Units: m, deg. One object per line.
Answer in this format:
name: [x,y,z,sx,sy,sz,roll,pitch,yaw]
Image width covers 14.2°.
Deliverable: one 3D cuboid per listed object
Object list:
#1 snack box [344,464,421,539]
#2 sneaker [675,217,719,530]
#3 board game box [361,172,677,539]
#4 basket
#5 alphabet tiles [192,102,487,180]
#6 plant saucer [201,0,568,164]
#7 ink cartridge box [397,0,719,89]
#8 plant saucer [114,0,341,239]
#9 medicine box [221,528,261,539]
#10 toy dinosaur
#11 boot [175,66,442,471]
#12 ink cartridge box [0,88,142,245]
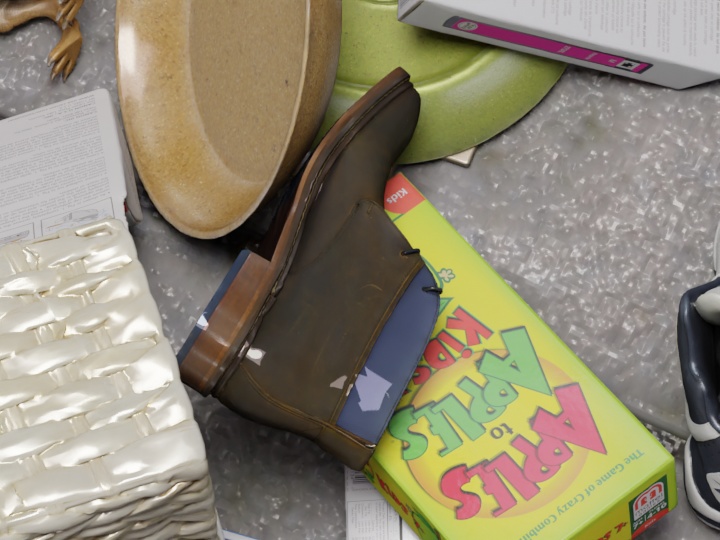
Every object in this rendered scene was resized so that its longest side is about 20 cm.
snack box: [0.030,0.169,1.310,0.071,0.024,0.201,-3,71,6]
sneaker: [0.188,0.011,1.294,0.079,0.130,0.200,17,73,10]
board game box: [0.041,0.057,1.310,0.101,0.048,0.200,-35,60,-13]
basket: [-0.163,0.079,1.170,0.199,0.124,0.136,-17,65,-11]
alphabet tiles: [-0.001,-0.136,1.427,0.166,0.008,0.201,19,74,11]
plant saucer: [0.014,-0.150,1.411,0.199,0.031,0.201,-2,72,5]
ink cartridge box: [0.114,-0.146,1.380,0.199,0.037,0.095,11,70,-20]
plant saucer: [-0.057,-0.115,1.345,0.035,0.200,0.201,0,67,-29]
medicine box: [-0.079,0.213,1.250,0.181,0.103,0.201,15,75,17]
toy dinosaur: [-0.176,-0.153,1.422,0.106,0.060,0.200,30,76,16]
boot: [0.000,0.000,1.299,0.097,0.075,0.200,34,57,-1]
ink cartridge box: [-0.178,-0.006,1.315,0.160,0.050,0.200,-17,28,-1]
